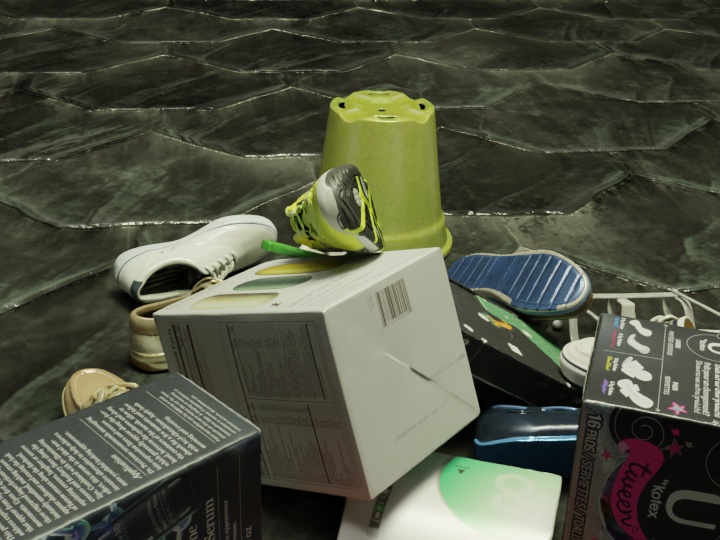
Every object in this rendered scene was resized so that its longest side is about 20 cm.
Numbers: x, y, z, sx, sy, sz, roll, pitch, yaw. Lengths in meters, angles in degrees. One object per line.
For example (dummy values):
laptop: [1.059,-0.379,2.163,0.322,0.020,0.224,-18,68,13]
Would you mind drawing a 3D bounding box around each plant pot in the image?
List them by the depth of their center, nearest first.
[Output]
plant pot: [0.023,-0.122,1.281,0.200,0.185,0.201,2,26,-1]

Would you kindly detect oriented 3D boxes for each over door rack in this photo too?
over door rack: [0.296,0.056,1.038,0.147,0.067,0.200,-2,1,-9]

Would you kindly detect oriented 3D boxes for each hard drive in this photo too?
hard drive: [0.129,0.069,0.953,0.200,0.038,0.140,27,17,-26]

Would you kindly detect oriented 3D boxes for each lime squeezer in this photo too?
lime squeezer: [0.000,0.000,0.978,0.070,0.038,0.200,1,-5,43]

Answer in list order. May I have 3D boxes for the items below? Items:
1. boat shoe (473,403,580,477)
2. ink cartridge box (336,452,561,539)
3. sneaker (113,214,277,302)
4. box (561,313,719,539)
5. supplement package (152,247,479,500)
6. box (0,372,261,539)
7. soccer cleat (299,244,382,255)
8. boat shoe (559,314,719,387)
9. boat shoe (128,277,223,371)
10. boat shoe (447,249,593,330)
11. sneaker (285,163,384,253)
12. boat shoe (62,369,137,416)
boat shoe: [0.199,0.136,0.876,0.199,0.084,0.069,6,39,2]
ink cartridge box: [0.058,0.212,0.757,0.160,0.050,0.200,9,25,14]
sneaker: [-0.181,-0.005,1.170,0.199,0.073,0.071,-21,42,-22]
box: [0.207,0.153,0.711,0.114,0.201,0.132,8,27,15]
supplement package: [-0.037,0.078,0.836,0.200,0.151,0.152,-4,16,42]
box: [-0.173,0.183,0.680,0.200,0.149,0.107,-21,34,-39]
soccer cleat: [-0.001,0.002,1.133,0.200,0.070,0.077,6,-6,-42]
boat shoe: [0.273,0.070,0.885,0.199,0.070,0.071,5,30,26]
boat shoe: [-0.151,0.043,1.062,0.200,0.065,0.072,-18,32,-35]
boat shoe: [0.178,0.024,1.074,0.072,0.072,0.200,-54,30,-14]
sneaker: [-0.024,-0.041,0.863,0.076,0.076,0.200,-16,-4,3]
boat shoe: [-0.201,0.127,0.869,0.072,0.065,0.200,-15,31,-31]
